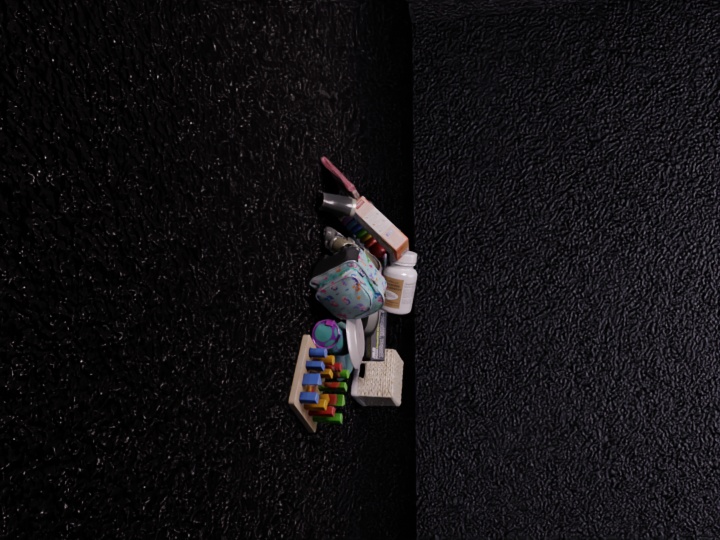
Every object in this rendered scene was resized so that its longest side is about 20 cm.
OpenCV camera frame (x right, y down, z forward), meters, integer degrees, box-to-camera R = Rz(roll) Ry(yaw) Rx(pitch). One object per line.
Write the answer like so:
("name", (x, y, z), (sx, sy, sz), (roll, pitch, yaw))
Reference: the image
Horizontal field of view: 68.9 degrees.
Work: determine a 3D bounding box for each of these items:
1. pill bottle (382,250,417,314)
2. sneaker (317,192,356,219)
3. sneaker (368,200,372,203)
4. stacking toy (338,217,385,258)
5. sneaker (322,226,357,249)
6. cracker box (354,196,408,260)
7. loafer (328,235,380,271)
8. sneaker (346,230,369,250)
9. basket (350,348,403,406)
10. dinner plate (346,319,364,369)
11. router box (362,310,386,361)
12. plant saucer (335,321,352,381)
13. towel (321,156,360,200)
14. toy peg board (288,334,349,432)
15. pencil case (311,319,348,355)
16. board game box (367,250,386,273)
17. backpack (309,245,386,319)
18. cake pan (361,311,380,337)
("pill bottle", (0.128, 0.035, 1.751), (0.114, 0.114, 0.200), (-39, 140, -73))
("sneaker", (-0.085, -0.206, 1.603), (0.200, 0.106, 0.075), (-166, -90, -74))
("sneaker", (0.002, -0.219, 1.890), (0.200, 0.073, 0.082), (128, -44, -73))
("stacking toy", (0.015, -0.126, 1.766), (0.200, 0.085, 0.085), (52, 15, 2))
("sneaker", (-0.058, -0.085, 1.648), (0.200, 0.090, 0.067), (60, 30, -64))
("cracker box", (0.063, -0.130, 1.644), (0.058, 0.200, 0.134), (-45, 167, -4))
("loafer", (-0.008, -0.035, 1.595), (0.200, 0.070, 0.075), (29, 85, -35))
("sneaker", (-0.001, -0.093, 1.929), (0.200, 0.073, 0.082), (60, 31, -65))
("basket", (0.066, 0.405, 1.995), (0.200, 0.161, 0.198), (60, 33, -61))
("dinner plate", (-0.012, 0.203, 1.615), (0.200, 0.024, 0.200), (-7, 90, -81))
("router box", (0.025, 0.220, 1.849), (0.150, 0.062, 0.200), (-13, -108, 58))
("plant saucer", (-0.051, 0.273, 1.773), (0.200, 0.036, 0.200), (-1, 90, -76))
("towel", (-0.052, -0.269, 1.664), (0.144, 0.023, 0.200), (48, 0, 19))
("toy peg board", (-0.102, 0.309, 1.420), (0.199, 0.098, 0.200), (73, 21, -51))
("pencil case", (-0.076, 0.202, 1.562), (0.092, 0.085, 0.200), (-61, 162, -7))
("board game box", (0.000, 0.000, 1.753), (0.200, 0.147, 0.064), (-68, 165, -60))
("backpack", (-0.024, 0.051, 1.493), (0.200, 0.177, 0.151), (47, 31, -32))
("cake pan", (0.003, 0.129, 1.784), (0.200, 0.037, 0.200), (-1, -92, 62))
